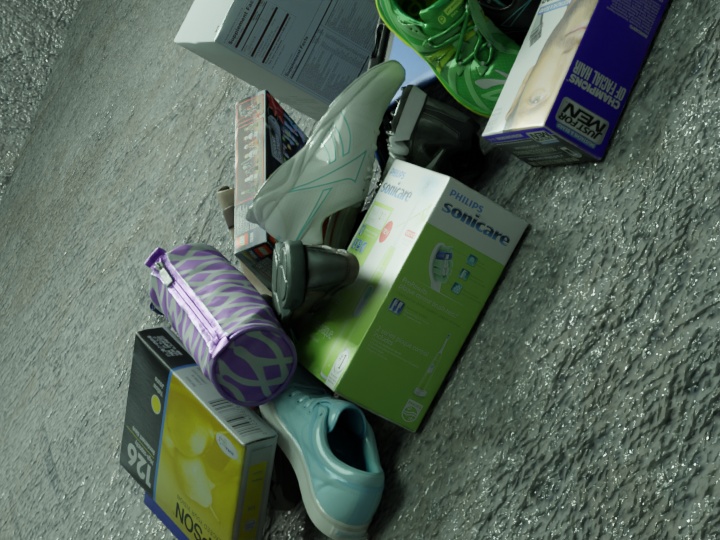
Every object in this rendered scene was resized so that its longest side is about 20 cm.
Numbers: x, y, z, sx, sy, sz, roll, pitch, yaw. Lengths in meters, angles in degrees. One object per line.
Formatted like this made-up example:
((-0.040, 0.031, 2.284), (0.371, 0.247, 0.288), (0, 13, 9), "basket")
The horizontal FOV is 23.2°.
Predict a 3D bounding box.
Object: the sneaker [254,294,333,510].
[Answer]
((-0.059, 0.117, 1.593), (0.075, 0.079, 0.200), (135, 135, -63), "sneaker")

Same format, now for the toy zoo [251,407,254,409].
((-0.111, 0.145, 1.698), (0.200, 0.020, 0.131), (-58, 3, -37), "toy zoo")

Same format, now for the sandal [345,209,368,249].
((0.000, 0.000, 1.662), (0.076, 0.043, 0.200), (-53, 22, 24), "sandal")

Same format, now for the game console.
((0.074, -0.206, 1.706), (0.118, 0.171, 0.200), (-2, 51, 19), "game console")

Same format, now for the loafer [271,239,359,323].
((-0.041, 0.009, 1.503), (0.200, 0.063, 0.072), (160, 108, -83), "loafer")

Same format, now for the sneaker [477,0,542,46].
((0.140, -0.241, 1.585), (0.076, 0.079, 0.200), (-67, 19, -10), "sneaker")

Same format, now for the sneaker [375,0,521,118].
((0.084, -0.203, 1.534), (0.074, 0.200, 0.084), (-48, -20, -8), "sneaker")

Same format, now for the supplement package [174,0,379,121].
((-0.070, -0.270, 1.951), (0.147, 0.200, 0.191), (-63, 21, -3), "supplement package")

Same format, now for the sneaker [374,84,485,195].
((0.066, -0.096, 1.594), (0.200, 0.090, 0.067), (99, -169, -68), "sneaker")

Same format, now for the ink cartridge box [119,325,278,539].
((-0.152, 0.183, 1.571), (0.198, 0.047, 0.200), (38, 126, 43), "ink cartridge box")

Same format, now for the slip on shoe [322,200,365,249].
((-0.025, -0.081, 1.692), (0.200, 0.061, 0.074), (-66, -12, -57), "slip on shoe")

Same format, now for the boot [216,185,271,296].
((-0.101, -0.017, 1.742), (0.070, 0.146, 0.200), (-19, 17, 16), "boot")

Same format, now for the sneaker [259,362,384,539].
((-0.023, 0.131, 1.474), (0.082, 0.074, 0.200), (-60, 40, 28), "sneaker")

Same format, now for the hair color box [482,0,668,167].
((0.184, -0.187, 1.433), (0.109, 0.065, 0.200), (-1, 65, 67), "hair color box")

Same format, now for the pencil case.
((-0.125, 0.042, 1.540), (0.084, 0.085, 0.200), (-47, 35, 0), "pencil case")

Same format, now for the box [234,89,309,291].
((-0.071, -0.060, 1.710), (0.040, 0.137, 0.200), (-22, 47, 21), "box")

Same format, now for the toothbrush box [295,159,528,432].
((0.038, 0.018, 1.490), (0.200, 0.086, 0.146), (-60, 19, 1), "toothbrush box")

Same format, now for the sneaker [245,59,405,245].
((-0.016, -0.102, 1.594), (0.200, 0.080, 0.070), (-52, -2, -6), "sneaker")
